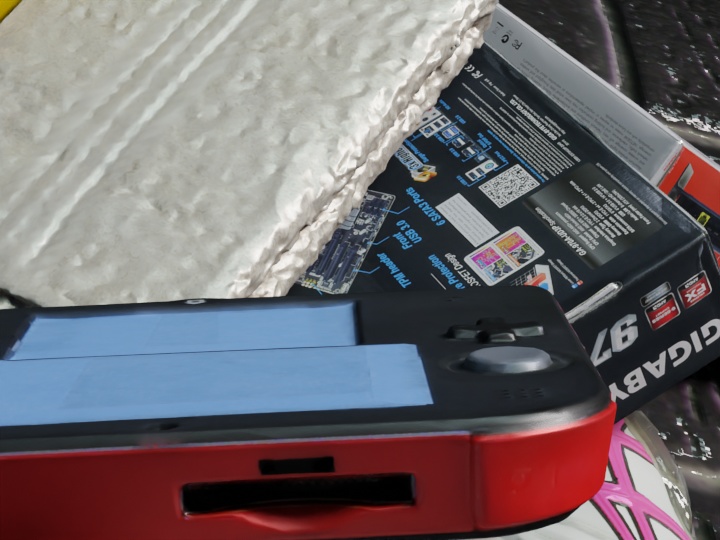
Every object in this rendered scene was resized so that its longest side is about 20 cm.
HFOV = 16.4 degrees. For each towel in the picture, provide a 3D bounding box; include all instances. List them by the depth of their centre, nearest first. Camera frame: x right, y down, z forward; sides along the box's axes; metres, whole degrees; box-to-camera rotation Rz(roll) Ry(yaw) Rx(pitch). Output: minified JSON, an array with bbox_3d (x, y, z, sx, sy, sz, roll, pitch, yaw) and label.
[{"bbox_3d":[-0.059,-0.044,0.770,0.132,0.035,0.200,25,56,21],"label":"towel"}]

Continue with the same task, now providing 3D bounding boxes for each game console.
[{"bbox_3d":[-0.044,0.028,0.607,0.198,0.031,0.177,-2,14,-1],"label":"game console"}]

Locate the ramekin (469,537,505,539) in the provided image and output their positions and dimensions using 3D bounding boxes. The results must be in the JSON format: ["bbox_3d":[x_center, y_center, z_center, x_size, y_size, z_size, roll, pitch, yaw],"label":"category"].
[{"bbox_3d":[0.005,0.131,0.546,0.201,0.095,0.203,16,23,-7],"label":"ramekin"}]

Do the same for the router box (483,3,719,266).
[{"bbox_3d":[0.098,-0.045,1.000,0.179,0.049,0.200,29,10,-47],"label":"router box"}]

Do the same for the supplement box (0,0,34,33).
[{"bbox_3d":[-0.123,-0.150,0.837,0.109,0.109,0.200,27,37,21],"label":"supplement box"}]

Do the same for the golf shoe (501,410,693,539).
[{"bbox_3d":[0.057,0.085,0.721,0.092,0.073,0.200,0,30,-37],"label":"golf shoe"}]

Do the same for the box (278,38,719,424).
[{"bbox_3d":[0.000,0.000,0.778,0.158,0.046,0.200,-32,37,-9],"label":"box"}]
